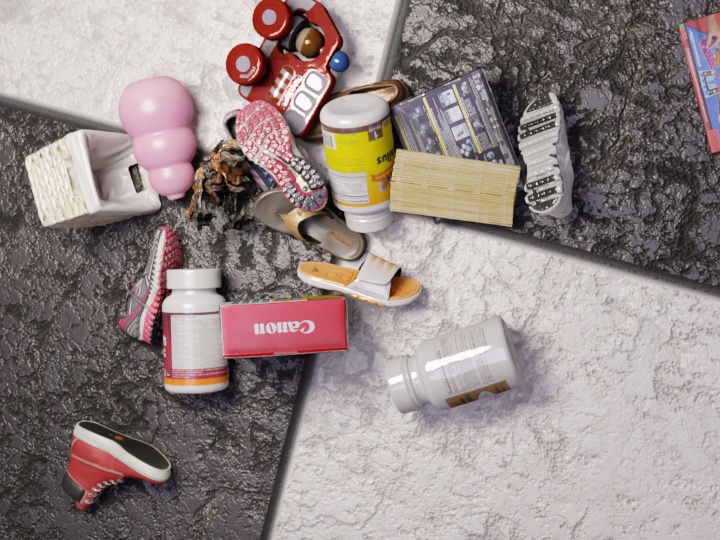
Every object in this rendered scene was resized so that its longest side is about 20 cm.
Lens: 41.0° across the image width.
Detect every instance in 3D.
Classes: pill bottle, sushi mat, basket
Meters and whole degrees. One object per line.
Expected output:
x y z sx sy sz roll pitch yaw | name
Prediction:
-0.276 0.099 1.612 0.108 0.110 0.202 -1 92 13 | pill bottle
0.145 -0.127 1.488 0.198 0.012 0.097 8 106 -2 | sushi mat
-0.443 -0.147 1.599 0.122 0.200 0.137 -16 89 18 | basket
0.145 0.155 1.513 0.198 0.114 0.115 -19 88 13 | pill bottle
0.002 -0.165 1.509 0.108 0.110 0.202 -1 122 13 | pill bottle

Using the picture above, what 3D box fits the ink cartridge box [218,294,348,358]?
-0.119 0.087 1.517 0.198 0.176 0.085 -4 91 -5 | ink cartridge box

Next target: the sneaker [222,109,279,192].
-0.163 -0.178 1.589 0.070 0.082 0.201 -39 87 12 | sneaker

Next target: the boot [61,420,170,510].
-0.428 0.365 1.679 0.198 0.072 0.146 19 97 20 | boot

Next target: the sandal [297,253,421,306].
-0.002 0.004 1.546 0.204 0.079 0.060 11 123 7 | sandal

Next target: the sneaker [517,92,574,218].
0.293 -0.175 1.493 0.075 0.081 0.202 -11 70 39 | sneaker

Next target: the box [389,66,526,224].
0.153 -0.193 1.509 0.160 0.049 0.201 -23 101 9 | box

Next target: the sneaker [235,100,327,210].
-0.125 -0.174 1.510 0.080 0.075 0.201 -34 86 2 | sneaker

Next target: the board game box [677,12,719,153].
0.555 -0.287 1.451 0.102 0.019 0.202 -15 89 12 | board game box

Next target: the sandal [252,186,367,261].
-0.082 -0.071 1.571 0.199 0.055 0.082 31 109 -3 | sandal

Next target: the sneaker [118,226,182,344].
-0.361 0.022 1.644 0.074 0.081 0.202 18 96 14 | sneaker

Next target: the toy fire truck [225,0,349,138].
-0.106 -0.335 1.551 0.167 0.112 0.201 35 100 13 | toy fire truck

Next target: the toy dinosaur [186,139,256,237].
-0.233 -0.133 1.585 0.101 0.200 0.137 -7 67 -16 | toy dinosaur

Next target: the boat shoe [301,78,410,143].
-0.018 -0.263 1.560 0.198 0.068 0.073 -18 88 13 | boat shoe

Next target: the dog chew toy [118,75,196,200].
-0.331 -0.219 1.613 0.123 0.125 0.202 -10 98 13 | dog chew toy
